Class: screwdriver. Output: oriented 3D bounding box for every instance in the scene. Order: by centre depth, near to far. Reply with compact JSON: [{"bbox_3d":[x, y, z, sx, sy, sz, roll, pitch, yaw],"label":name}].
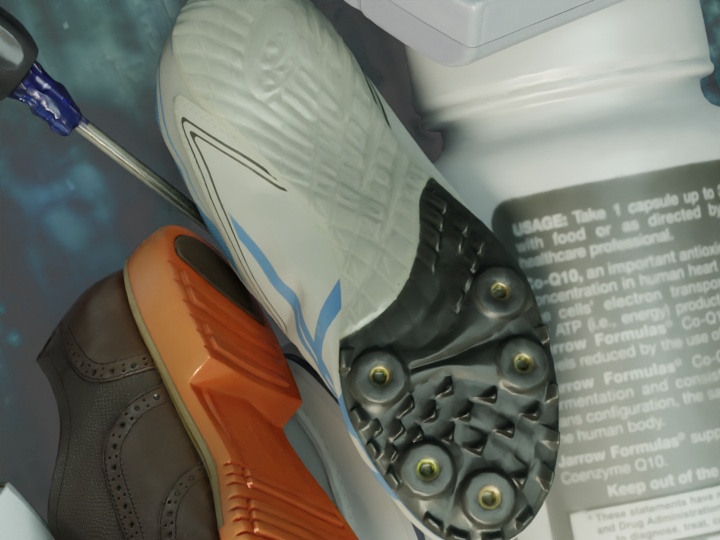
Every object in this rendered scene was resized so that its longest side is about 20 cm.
[{"bbox_3d":[-0.079,-0.034,0.861,0.029,0.028,0.200,-44,107,11],"label":"screwdriver"}]

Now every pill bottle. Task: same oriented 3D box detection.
[{"bbox_3d":[0.080,0.012,0.868,0.114,0.114,0.200,-10,89,-22],"label":"pill bottle"}]

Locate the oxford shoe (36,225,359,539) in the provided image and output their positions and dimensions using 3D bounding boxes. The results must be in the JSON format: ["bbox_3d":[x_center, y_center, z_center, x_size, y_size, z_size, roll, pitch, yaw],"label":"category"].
[{"bbox_3d":[-0.046,0.082,0.795,0.073,0.200,0.071,-35,138,17],"label":"oxford shoe"}]

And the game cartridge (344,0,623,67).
[{"bbox_3d":[0.020,-0.147,0.848,0.133,0.041,0.200,-21,54,-24],"label":"game cartridge"}]

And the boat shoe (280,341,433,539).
[{"bbox_3d":[-0.001,0.116,0.827,0.067,0.074,0.200,-12,71,-32],"label":"boat shoe"}]

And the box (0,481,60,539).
[{"bbox_3d":[-0.128,0.187,0.808,0.156,0.041,0.200,48,70,-11],"label":"box"}]

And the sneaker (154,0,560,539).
[{"bbox_3d":[0.000,0.000,0.829,0.072,0.073,0.200,-24,67,-15],"label":"sneaker"}]

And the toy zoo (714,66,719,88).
[{"bbox_3d":[0.218,-0.063,0.979,0.200,0.020,0.131,2,84,-21],"label":"toy zoo"}]
